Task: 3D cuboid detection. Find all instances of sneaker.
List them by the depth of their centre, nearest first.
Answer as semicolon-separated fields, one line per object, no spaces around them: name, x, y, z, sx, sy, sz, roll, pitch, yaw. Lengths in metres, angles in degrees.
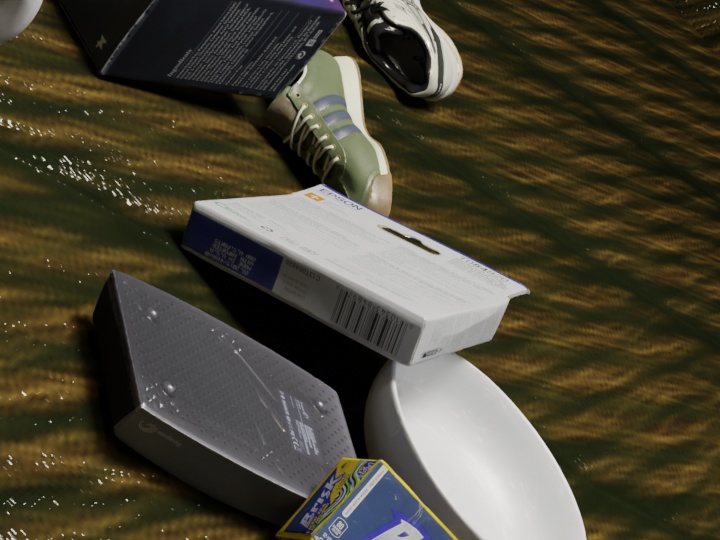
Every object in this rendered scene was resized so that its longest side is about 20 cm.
sneaker;-0.039;-0.111;1.703;0.089;0.067;0.201;15;41;-29
sneaker;0.023;-0.252;2.024;0.200;0.076;0.088;50;22;7

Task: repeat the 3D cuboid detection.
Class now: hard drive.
hard drive;-0.081;0.090;1.297;0.199;0.042;0.135;31;27;-37

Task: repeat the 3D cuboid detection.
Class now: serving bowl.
serving bowl;0.069;0.149;1.443;0.200;0.066;0.201;41;23;-22

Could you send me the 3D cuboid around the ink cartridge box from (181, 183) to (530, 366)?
ink cartridge box;0.000;0.000;1.499;0.199;0.041;0.200;27;17;22

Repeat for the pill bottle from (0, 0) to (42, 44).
pill bottle;-0.260;-0.240;1.425;0.112;0.112;0.200;39;24;-21

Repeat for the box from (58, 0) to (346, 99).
box;-0.135;-0.227;1.614;0.199;0.104;0.148;2;49;-51

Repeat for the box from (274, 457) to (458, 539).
box;0.045;0.205;1.257;0.200;0.070;0.064;48;-19;-13
